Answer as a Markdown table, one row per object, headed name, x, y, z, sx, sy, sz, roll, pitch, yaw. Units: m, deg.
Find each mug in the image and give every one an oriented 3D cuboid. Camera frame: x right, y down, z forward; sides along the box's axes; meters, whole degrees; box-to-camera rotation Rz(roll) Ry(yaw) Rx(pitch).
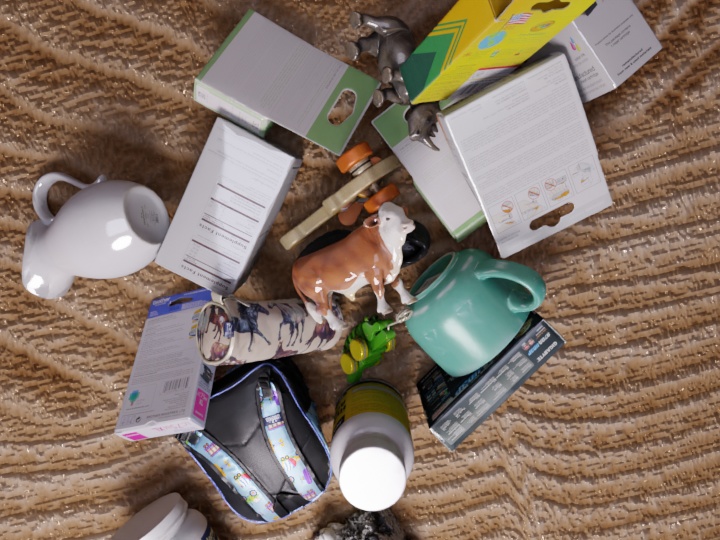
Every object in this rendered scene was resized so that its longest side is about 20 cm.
| name | x | y | z | sx | sy | sz | roll | pitch | yaw |
| --- | --- | --- | --- | --- | --- | --- | --- | --- | --- |
| mug | 0.143 | 0.035 | 0.771 | 0.114 | 0.152 | 0.185 | 44 | 108 | -7 |

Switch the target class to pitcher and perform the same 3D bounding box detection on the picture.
| name | x | y | z | sx | sy | sz | roll | pitch | yaw |
| --- | --- | --- | --- | --- | --- | --- | --- | --- | --- |
| pitcher | -0.360 | -0.068 | 0.776 | 0.198 | 0.121 | 0.174 | -16 | 83 | 24 |

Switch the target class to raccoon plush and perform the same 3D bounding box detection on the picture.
| name | x | y | z | sx | sy | sz | roll | pitch | yaw |
| --- | --- | --- | --- | --- | --- | --- | --- | --- | --- |
| raccoon plush | 0.012 | 0.445 | 0.874 | 0.134 | 0.097 | 0.200 | -39 | 97 | 14 |

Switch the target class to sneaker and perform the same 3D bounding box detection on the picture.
| name | x | y | z | sx | sy | sz | roll | pitch | yaw |
| --- | --- | --- | --- | --- | --- | --- | --- | --- | --- |
| sneaker | 0.001 | -0.023 | 0.798 | 0.198 | 0.091 | 0.077 | -17 | 100 | 4 |

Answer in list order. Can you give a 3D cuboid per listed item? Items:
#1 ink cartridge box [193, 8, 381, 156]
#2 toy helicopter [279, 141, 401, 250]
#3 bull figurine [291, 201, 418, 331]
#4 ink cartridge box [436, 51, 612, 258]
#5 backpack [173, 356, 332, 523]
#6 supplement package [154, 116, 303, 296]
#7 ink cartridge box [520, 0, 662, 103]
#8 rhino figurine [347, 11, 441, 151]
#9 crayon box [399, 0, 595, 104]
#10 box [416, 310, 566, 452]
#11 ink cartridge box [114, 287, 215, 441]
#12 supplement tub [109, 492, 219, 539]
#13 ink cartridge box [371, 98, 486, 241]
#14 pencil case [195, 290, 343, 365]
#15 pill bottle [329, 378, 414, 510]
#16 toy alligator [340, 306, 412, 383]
| name | x | y | z | sx | sy | sz | roll | pitch | yaw |
| --- | --- | --- | --- | --- | --- | --- | --- | --- | --- |
| ink cartridge box | -0.091 | -0.232 | 0.750 | 0.199 | 0.048 | 0.146 | 29 | 61 | -5 |
| toy helicopter | -0.029 | -0.092 | 0.782 | 0.199 | 0.132 | 0.079 | -34 | 94 | 24 |
| bull figurine | 0.000 | 0.000 | 0.724 | 0.199 | 0.065 | 0.123 | -23 | 86 | 34 |
| ink cartridge box | 0.207 | -0.140 | 0.727 | 0.161 | 0.050 | 0.201 | -26 | 112 | 4 |
| backpack | -0.133 | 0.233 | 0.815 | 0.182 | 0.135 | 0.201 | -32 | 98 | 5 |
| supplement package | -0.170 | -0.083 | 0.777 | 0.109 | 0.114 | 0.202 | 26 | 99 | -4 |
| ink cartridge box | 0.247 | -0.310 | 0.719 | 0.084 | 0.145 | 0.201 | -39 | 97 | -6 |
| rhino figurine | 0.057 | -0.241 | 0.746 | 0.087 | 0.060 | 0.202 | -19 | 78 | -34 |
| crayon box | 0.147 | -0.261 | 0.648 | 0.126 | 0.200 | 0.051 | -16 | 84 | -29 |
| box | 0.165 | 0.128 | 0.786 | 0.046 | 0.159 | 0.200 | 43 | 96 | -7 |
| ink cartridge box | -0.250 | 0.121 | 0.788 | 0.118 | 0.202 | 0.042 | -14 | 143 | 19 |
| supplement tub | -0.262 | 0.445 | 0.844 | 0.144 | 0.145 | 0.201 | -30 | 98 | 5 |
| ink cartridge box | 0.130 | -0.163 | 0.793 | 0.145 | 0.048 | 0.201 | -37 | 76 | 5 |
| pencil case | -0.113 | 0.071 | 0.771 | 0.078 | 0.199 | 0.090 | 34 | 114 | 40 |
| pill bottle | 0.015 | 0.229 | 0.781 | 0.110 | 0.200 | 0.113 | 0 | 98 | 0 |
| toy alligator | 0.015 | 0.089 | 0.804 | 0.059 | 0.201 | 0.055 | -12 | 59 | -34 |
